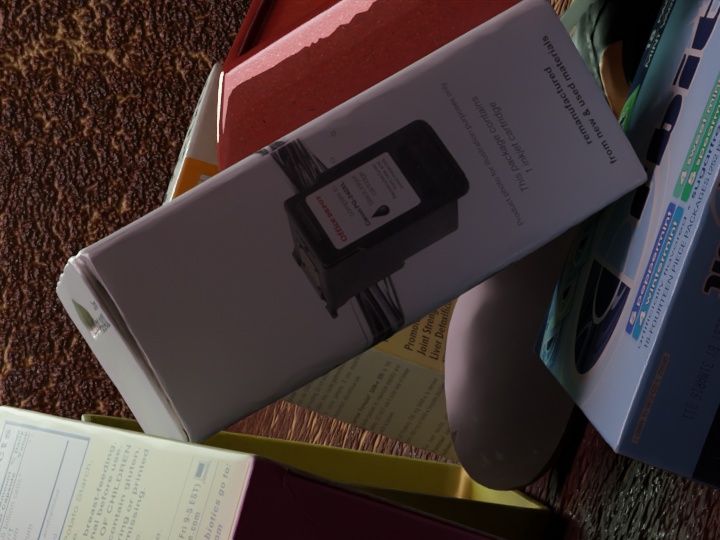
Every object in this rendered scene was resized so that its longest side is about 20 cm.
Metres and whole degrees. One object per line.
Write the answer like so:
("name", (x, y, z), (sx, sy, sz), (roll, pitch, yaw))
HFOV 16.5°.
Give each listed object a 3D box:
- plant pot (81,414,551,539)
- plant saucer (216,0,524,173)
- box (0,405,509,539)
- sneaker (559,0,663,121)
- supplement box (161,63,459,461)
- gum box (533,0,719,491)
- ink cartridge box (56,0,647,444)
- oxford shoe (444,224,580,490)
("plant pot", (-0.040, 0.172, 1.131), (0.200, 0.199, 0.178), (-167, 86, -83))
("plant saucer", (0.026, -0.143, 1.034), (0.199, 0.037, 0.200), (-29, 24, 28))
("box", (-0.029, 0.126, 0.892), (0.200, 0.175, 0.097), (5, 76, 58))
("sneaker", (0.140, -0.135, 1.077), (0.090, 0.070, 0.201), (-10, 55, 57))
("supplement box", (0.000, 0.000, 1.183), (0.074, 0.199, 0.127), (120, 167, -55))
("gum box", (0.124, -0.025, 0.918), (0.200, 0.044, 0.171), (-111, 40, -81))
("ink cartridge box", (-0.009, -0.011, 0.953), (0.199, 0.084, 0.145), (-30, -1, -11))
("oxford shoe", (0.087, 0.006, 1.123), (0.071, 0.071, 0.201), (41, -123, -61))
